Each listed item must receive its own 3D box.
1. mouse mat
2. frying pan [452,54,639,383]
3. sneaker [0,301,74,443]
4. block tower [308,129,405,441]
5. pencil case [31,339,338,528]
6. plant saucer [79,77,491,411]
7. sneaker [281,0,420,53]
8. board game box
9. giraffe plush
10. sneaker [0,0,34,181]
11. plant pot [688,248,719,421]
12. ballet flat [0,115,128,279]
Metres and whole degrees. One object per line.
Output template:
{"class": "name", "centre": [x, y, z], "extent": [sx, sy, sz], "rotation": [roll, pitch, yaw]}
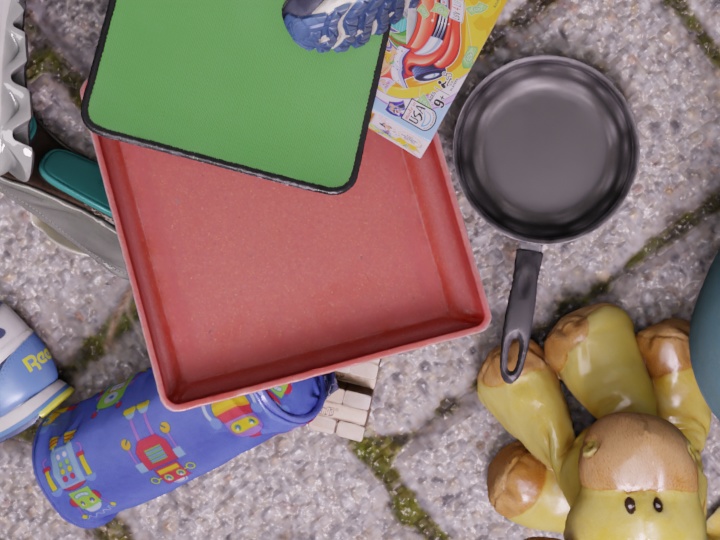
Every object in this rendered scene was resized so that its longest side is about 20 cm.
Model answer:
{"class": "mouse mat", "centre": [-0.060, -0.152, 1.196], "extent": [0.160, 0.008, 0.202], "rotation": [14, 74, -5]}
{"class": "frying pan", "centre": [0.122, -0.036, 1.292], "extent": [0.114, 0.031, 0.192], "rotation": [-13, 89, 3]}
{"class": "sneaker", "centre": [-0.285, 0.089, 1.349], "extent": [0.199, 0.074, 0.083], "rotation": [-25, 96, 2]}
{"class": "block tower", "centre": [0.000, 0.000, 1.313], "extent": [0.054, 0.058, 0.202], "rotation": [13, 101, 1]}
{"class": "pencil case", "centre": [-0.112, 0.089, 1.303], "extent": [0.199, 0.087, 0.078], "rotation": [-28, 115, 31]}
{"class": "plant saucer", "centre": [-0.045, -0.034, 1.228], "extent": [0.198, 0.037, 0.202], "rotation": [-14, 80, -12]}
{"class": "sneaker", "centre": [0.018, -0.197, 1.184], "extent": [0.085, 0.077, 0.200], "rotation": [46, 61, 5]}
{"class": "board game box", "centre": [0.026, -0.186, 1.239], "extent": [0.134, 0.034, 0.201], "rotation": [29, 74, -1]}
{"class": "giraffe plush", "centre": [0.157, 0.132, 1.270], "extent": [0.171, 0.162, 0.201], "rotation": [-22, 98, 9]}
{"class": "sneaker", "centre": [-0.244, -0.153, 1.261], "extent": [0.088, 0.074, 0.202], "rotation": [-1, 75, -15]}
{"class": "plant pot", "centre": [0.274, 0.038, 1.245], "extent": [0.134, 0.200, 0.201], "rotation": [-27, 100, 44]}
{"class": "ballet flat", "centre": [-0.210, -0.060, 1.318], "extent": [0.199, 0.068, 0.064], "rotation": [33, 132, 0]}
